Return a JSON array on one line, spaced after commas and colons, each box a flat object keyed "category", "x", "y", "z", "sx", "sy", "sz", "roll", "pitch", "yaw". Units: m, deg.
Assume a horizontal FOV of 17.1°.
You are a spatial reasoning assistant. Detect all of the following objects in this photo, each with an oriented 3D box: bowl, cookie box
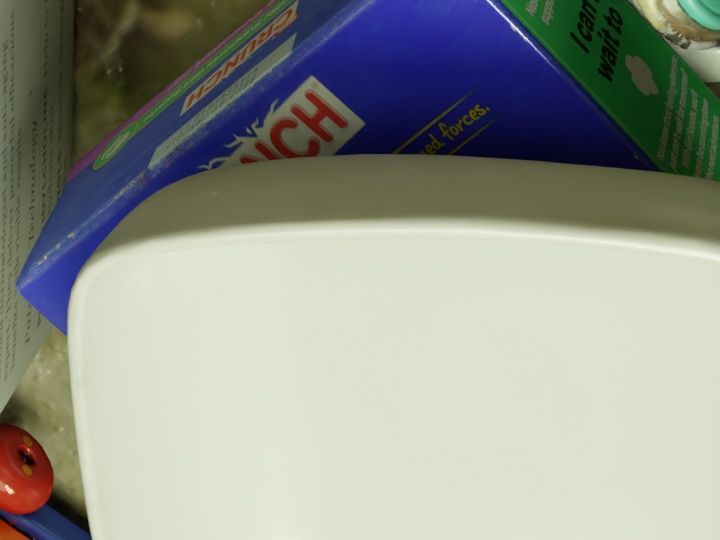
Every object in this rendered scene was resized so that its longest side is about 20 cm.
[{"category": "bowl", "x": 0.033, "y": 0.052, "z": 0.631, "sx": 0.199, "sy": 0.075, "sz": 0.200, "roll": 3, "pitch": 126, "yaw": 12}, {"category": "cookie box", "x": 0.033, "y": 0.006, "z": 0.696, "sx": 0.171, "sy": 0.075, "sz": 0.200, "roll": -36, "pitch": 111, "yaw": 27}]

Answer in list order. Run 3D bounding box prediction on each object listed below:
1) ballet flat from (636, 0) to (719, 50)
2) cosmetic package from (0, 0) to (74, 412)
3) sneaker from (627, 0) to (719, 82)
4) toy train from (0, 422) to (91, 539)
[{"category": "ballet flat", "x": 0.086, "y": -0.149, "z": 0.655, "sx": 0.072, "sy": 0.072, "sz": 0.201, "roll": 9, "pitch": 73, "yaw": 5}, {"category": "cosmetic package", "x": -0.189, "y": -0.033, "z": 0.720, "sx": 0.167, "sy": 0.200, "sz": 0.167, "roll": 8, "pitch": 116, "yaw": 6}, {"category": "sneaker", "x": 0.027, "y": -0.114, "z": 0.715, "sx": 0.088, "sy": 0.081, "sz": 0.200, "roll": -35, "pitch": 105, "yaw": 20}, {"category": "toy train", "x": -0.145, "y": 0.110, "z": 0.806, "sx": 0.085, "sy": 0.116, "sz": 0.200, "roll": -39, "pitch": 119, "yaw": 22}]
